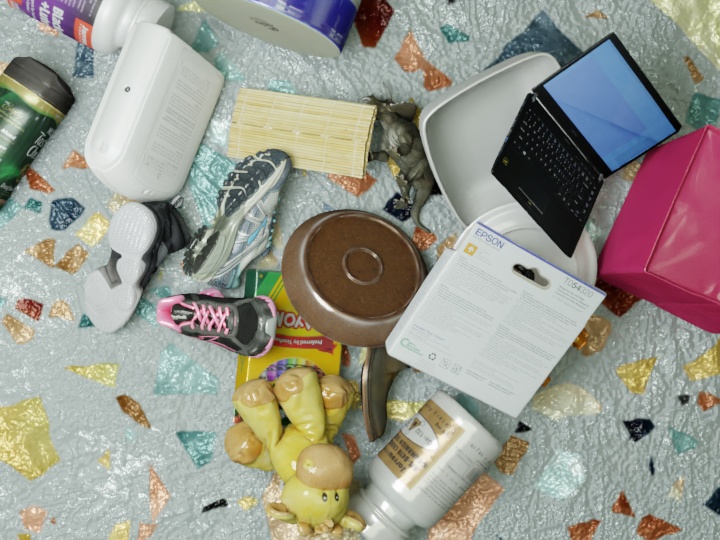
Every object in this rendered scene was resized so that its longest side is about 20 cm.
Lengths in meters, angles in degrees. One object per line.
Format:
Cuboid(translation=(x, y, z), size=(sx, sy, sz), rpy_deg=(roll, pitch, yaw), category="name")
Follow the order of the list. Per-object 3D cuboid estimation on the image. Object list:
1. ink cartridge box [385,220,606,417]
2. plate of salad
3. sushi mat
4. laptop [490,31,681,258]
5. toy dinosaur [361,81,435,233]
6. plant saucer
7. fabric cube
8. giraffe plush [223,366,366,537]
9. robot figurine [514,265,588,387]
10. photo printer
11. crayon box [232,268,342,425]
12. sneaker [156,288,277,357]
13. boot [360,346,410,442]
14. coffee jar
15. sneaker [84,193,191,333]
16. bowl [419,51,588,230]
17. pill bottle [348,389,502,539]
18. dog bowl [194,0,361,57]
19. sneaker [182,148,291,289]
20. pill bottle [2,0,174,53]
Cuboid(translation=(0.163, 0.059, 1.163), size=(0.196, 0.043, 0.200), rpy_deg=(28, 106, -16), category="ink cartridge box")
Cuboid(translation=(0.211, 0.002, 1.257), size=(0.199, 0.048, 0.201), rpy_deg=(-1, 111, -3), category="plate of salad")
Cuboid(translation=(-0.079, -0.180, 1.234), size=(0.199, 0.012, 0.096), rpy_deg=(11, 90, 20), category="sushi mat")
Cuboid(translation=(0.279, -0.148, 1.163), size=(0.177, 0.103, 0.200), rpy_deg=(42, 63, -29), category="laptop")
Cuboid(translation=(0.067, -0.145, 1.244), size=(0.102, 0.077, 0.200), rpy_deg=(-43, 107, -36), category="toy dinosaur")
Cuboid(translation=(0.000, 0.000, 1.211), size=(0.200, 0.035, 0.201), rpy_deg=(9, 58, -14), category="plant saucer")
Cuboid(translation=(0.445, -0.043, 1.204), size=(0.200, 0.199, 0.197), rpy_deg=(26, 86, -3), category="fabric cube")
Cuboid(translation=(-0.067, 0.238, 1.147), size=(0.172, 0.162, 0.201), rpy_deg=(-12, 120, -14), category="giraffe plush")
Cuboid(translation=(0.187, 0.056, 1.218), size=(0.200, 0.058, 0.145), rpy_deg=(35, 107, -16), category="robot figurine")
Cuboid(translation=(-0.257, -0.185, 1.186), size=(0.069, 0.166, 0.201), rpy_deg=(20, 88, 19), category="photo printer")
Cuboid(translation=(-0.090, 0.103, 1.224), size=(0.127, 0.051, 0.201), rpy_deg=(5, 89, -23), category="crayon box")
Cuboid(translation=(-0.180, 0.061, 1.163), size=(0.095, 0.200, 0.079), rpy_deg=(9, 86, -41), category="sneaker")
Cuboid(translation=(0.048, 0.121, 1.237), size=(0.097, 0.075, 0.201), rpy_deg=(0, 86, 0), category="boot")
Cuboid(translation=(-0.445, -0.171, 1.203), size=(0.085, 0.104, 0.200), rpy_deg=(34, 87, -5), category="coffee jar")
Cuboid(translation=(-0.279, -0.010, 1.222), size=(0.075, 0.114, 0.200), rpy_deg=(36, 122, 14), category="sneaker")
Cuboid(translation=(0.176, -0.169, 1.226), size=(0.200, 0.075, 0.200), rpy_deg=(-29, 121, -3), category="bowl")
Cuboid(translation=(0.075, 0.260, 1.215), size=(0.114, 0.114, 0.200), rpy_deg=(44, 86, -1), category="pill bottle")
Cuboid(translation=(-0.103, -0.338, 1.180), size=(0.200, 0.200, 0.079), rpy_deg=(20, 90, -3), category="dog bowl")
Cuboid(translation=(-0.146, -0.065, 1.233), size=(0.086, 0.078, 0.200), rpy_deg=(32, 95, -41), category="sneaker")
Cuboid(translation=(-0.343, -0.345, 1.210), size=(0.200, 0.111, 0.112), rpy_deg=(27, 87, -2), category="pill bottle")
